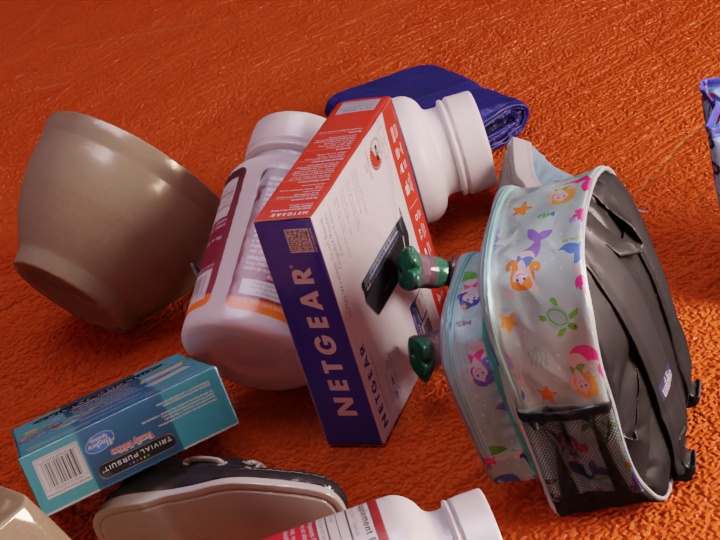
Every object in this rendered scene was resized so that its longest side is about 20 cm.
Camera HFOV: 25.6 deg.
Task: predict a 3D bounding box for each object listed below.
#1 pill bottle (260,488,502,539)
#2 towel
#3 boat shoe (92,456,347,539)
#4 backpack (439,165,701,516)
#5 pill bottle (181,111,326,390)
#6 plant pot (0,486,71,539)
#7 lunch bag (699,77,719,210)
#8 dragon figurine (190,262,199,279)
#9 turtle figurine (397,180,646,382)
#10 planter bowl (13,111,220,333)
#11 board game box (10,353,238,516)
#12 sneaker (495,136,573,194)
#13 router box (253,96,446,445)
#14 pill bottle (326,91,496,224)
[{"bbox_3d":[-0.008,0.202,0.943,0.198,0.113,0.113,-19,28,-3],"label":"pill bottle"},{"bbox_3d":[0.065,-0.153,1.611,0.146,0.050,0.200,-20,27,-19],"label":"towel"},{"bbox_3d":[-0.094,0.161,1.116,0.198,0.074,0.061,-12,32,27],"label":"boat shoe"},{"bbox_3d":[0.136,0.038,1.049,0.149,0.202,0.178,-5,36,22],"label":"backpack"},{"bbox_3d":[-0.065,-0.018,1.266,0.113,0.114,0.202,-1,58,28],"label":"pill bottle"},{"bbox_3d":[-0.256,0.232,0.964,0.198,0.179,0.199,10,38,40],"label":"plant pot"},{"bbox_3d":[0.366,-0.076,1.184,0.197,0.152,0.094,-10,28,14],"label":"lunch bag"},{"bbox_3d":[-0.043,0.004,1.374,0.198,0.059,0.100,3,34,32],"label":"dragon figurine"},{"bbox_3d":[0.131,0.020,1.210,0.197,0.101,0.152,-8,70,-12],"label":"turtle figurine"},{"bbox_3d":[-0.228,-0.029,1.429,0.199,0.200,0.136,13,67,43],"label":"planter bowl"},{"bbox_3d":[-0.181,0.118,1.188,0.150,0.047,0.200,-25,5,-13],"label":"board game box"},{"bbox_3d":[0.164,-0.057,1.376,0.081,0.075,0.201,13,23,-7],"label":"sneaker"},{"bbox_3d":[0.000,0.000,1.208,0.048,0.202,0.180,-3,32,25],"label":"router box"},{"bbox_3d":[0.017,-0.090,1.442,0.198,0.121,0.120,-18,28,0],"label":"pill bottle"}]
